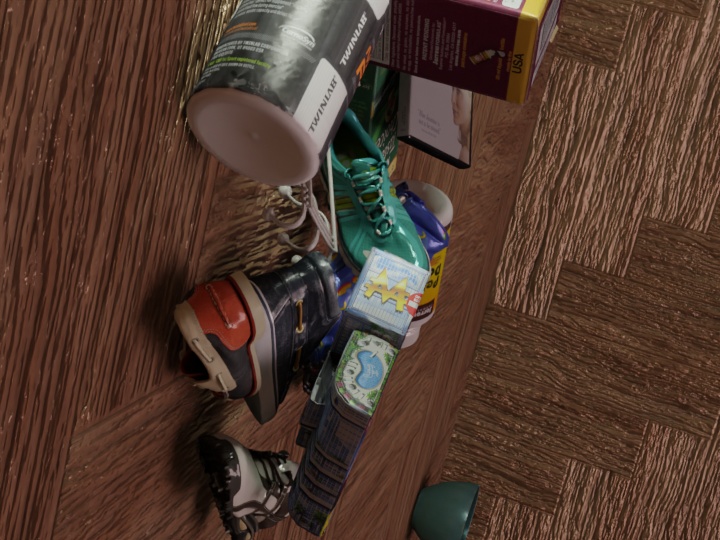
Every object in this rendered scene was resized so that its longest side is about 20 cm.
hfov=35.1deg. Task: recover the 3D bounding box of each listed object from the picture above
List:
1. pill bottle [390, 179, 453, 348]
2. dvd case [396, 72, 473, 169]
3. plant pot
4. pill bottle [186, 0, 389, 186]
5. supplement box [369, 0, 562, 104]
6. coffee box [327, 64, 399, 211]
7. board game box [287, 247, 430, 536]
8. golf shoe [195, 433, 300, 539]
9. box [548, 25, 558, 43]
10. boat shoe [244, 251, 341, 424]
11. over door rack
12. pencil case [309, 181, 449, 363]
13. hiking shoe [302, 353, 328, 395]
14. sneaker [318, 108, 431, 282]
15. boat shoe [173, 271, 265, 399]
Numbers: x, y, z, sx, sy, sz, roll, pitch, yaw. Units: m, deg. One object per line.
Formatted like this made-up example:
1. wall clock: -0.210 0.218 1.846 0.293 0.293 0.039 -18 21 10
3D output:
1. pill bottle: 0.050 -0.005 1.437 0.110 0.108 0.203 -55 158 -54
2. dvd case: 0.084 -0.221 1.203 0.142 0.017 0.204 15 76 -57
3. plant pot: 0.201 0.604 2.799 0.200 0.133 0.203 17 90 -77
4. pill bottle: -0.042 -0.171 0.836 0.107 0.105 0.202 84 26 -60
5. supplement box: 0.080 -0.251 1.044 0.104 0.197 0.132 92 20 -51
6. coffee box: 0.012 -0.170 1.208 0.123 0.043 0.203 -57 159 -52
7. board game box: -0.006 0.094 1.017 0.201 0.061 0.202 -63 174 -57
8. golf shoe: -0.096 0.188 1.050 0.201 0.093 0.079 91 -22 -66
9. box: 0.104 -0.303 1.110 0.033 0.120 0.201 -58 132 -37
10. boat shoe: -0.065 0.064 1.005 0.090 0.071 0.201 -25 153 -19
11. over door rack: -0.050 -0.115 0.987 0.148 0.065 0.204 65 31 -74
12. pencil case: 0.000 0.000 1.137 0.200 0.078 0.087 -42 139 -14
13. hiking shoe: -0.038 0.064 1.269 0.201 0.074 0.102 94 3 -58
14. sneaker: 0.005 -0.067 1.073 0.076 0.202 0.080 -21 155 -12
15. boat shoe: -0.117 0.063 0.908 0.062 0.072 0.200 -28 164 -18
